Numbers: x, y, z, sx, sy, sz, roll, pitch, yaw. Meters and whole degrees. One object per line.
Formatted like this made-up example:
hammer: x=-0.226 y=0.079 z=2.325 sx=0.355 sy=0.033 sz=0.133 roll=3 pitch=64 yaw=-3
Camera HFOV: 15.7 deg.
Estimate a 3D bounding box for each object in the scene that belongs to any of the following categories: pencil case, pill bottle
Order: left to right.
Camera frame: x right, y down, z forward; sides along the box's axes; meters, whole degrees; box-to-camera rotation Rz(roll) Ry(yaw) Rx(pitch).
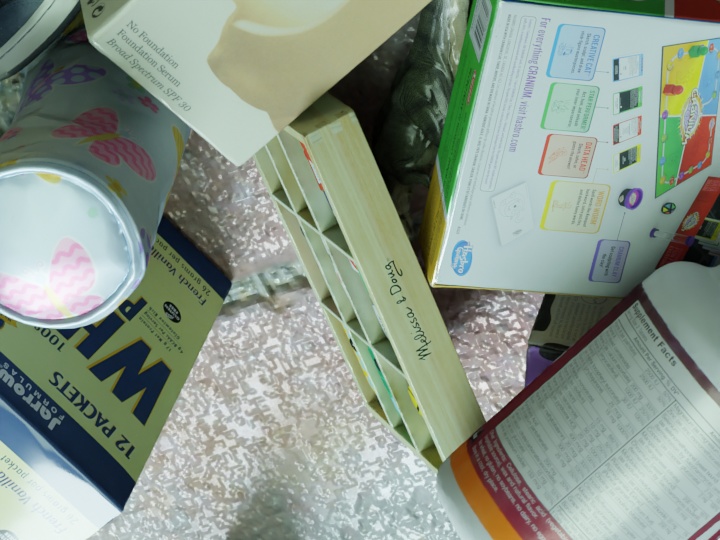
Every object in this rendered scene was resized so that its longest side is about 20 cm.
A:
pencil case: x=-0.128 y=-0.053 z=1.202 sx=0.090 sy=0.200 sz=0.083 roll=20 pitch=118 yaw=-6
pill bottle: x=0.139 y=0.067 z=1.171 sx=0.200 sy=0.110 sz=0.110 roll=-43 pitch=104 yaw=11

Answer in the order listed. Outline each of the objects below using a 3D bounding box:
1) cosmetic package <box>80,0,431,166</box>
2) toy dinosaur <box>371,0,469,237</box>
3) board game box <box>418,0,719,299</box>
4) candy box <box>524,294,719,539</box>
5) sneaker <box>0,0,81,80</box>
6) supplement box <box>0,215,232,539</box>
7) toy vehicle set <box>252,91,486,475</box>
cosmetic package: x=-0.019 y=-0.152 z=1.146 sx=0.200 sy=0.071 sz=0.105 roll=-41 pitch=124 yaw=17
toy dinosaur: x=0.050 y=-0.083 z=1.228 sx=0.088 sy=0.047 sz=0.201 roll=21 pitch=121 yaw=10
board game box: x=0.138 y=-0.057 z=1.182 sx=0.199 sy=0.040 sz=0.154 roll=5 pitch=124 yaw=-12
candy box: x=0.180 y=0.103 z=1.289 sx=0.199 sy=0.072 sz=0.169 roll=8 pitch=122 yaw=10
sneaker: x=-0.164 y=-0.194 z=1.188 sx=0.146 sy=0.077 sz=0.203 roll=31 pitch=116 yaw=-16
supplement box: x=-0.196 y=0.064 z=1.287 sx=0.134 sy=0.200 sz=0.200 roll=44 pitch=121 yaw=-14
toy vehicle set: x=0.000 y=0.000 z=1.247 sx=0.026 sy=0.124 sz=0.201 roll=-29 pitch=114 yaw=-11
